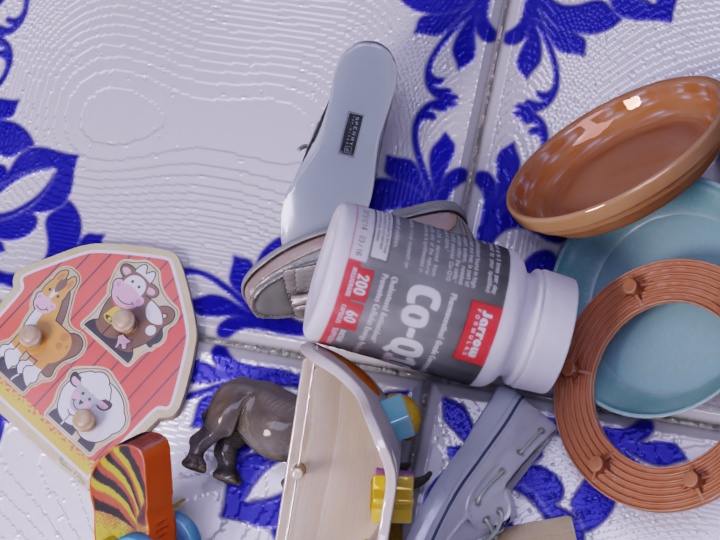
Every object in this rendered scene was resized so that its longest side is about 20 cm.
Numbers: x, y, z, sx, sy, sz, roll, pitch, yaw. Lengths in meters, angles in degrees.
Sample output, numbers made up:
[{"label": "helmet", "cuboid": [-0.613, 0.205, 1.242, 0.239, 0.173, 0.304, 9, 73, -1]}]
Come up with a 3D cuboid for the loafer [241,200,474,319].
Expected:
[{"label": "loafer", "cuboid": [0.000, 0.000, 1.495, 0.199, 0.072, 0.063, -20, 46, -2]}]

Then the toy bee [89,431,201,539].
[{"label": "toy bee", "cuboid": [-0.187, 0.230, 1.426, 0.108, 0.131, 0.201, -6, 79, 31]}]

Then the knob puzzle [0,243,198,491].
[{"label": "knob puzzle", "cuboid": [-0.226, 0.057, 1.534, 0.218, 0.030, 0.221, -3, 69, 7]}]

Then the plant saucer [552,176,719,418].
[{"label": "plant saucer", "cuboid": [0.245, 0.023, 1.445, 0.199, 0.036, 0.201, -13, 68, 33]}]

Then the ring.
[{"label": "ring", "cuboid": [0.235, 0.087, 1.398, 0.200, 0.019, 0.201, -12, 69, 34]}]

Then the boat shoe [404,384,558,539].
[{"label": "boat shoe", "cuboid": [0.092, 0.178, 1.409, 0.067, 0.074, 0.200, 29, 64, 9]}]

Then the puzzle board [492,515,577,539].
[{"label": "puzzle board", "cuboid": [0.083, 0.284, 1.416, 0.199, 0.017, 0.151, -11, 70, 4]}]

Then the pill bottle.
[{"label": "pill bottle", "cuboid": [0.064, 0.026, 1.423, 0.199, 0.114, 0.114, 16, 72, -7]}]

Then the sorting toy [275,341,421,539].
[{"label": "sorting toy", "cuboid": [-0.002, 0.168, 1.342, 0.106, 0.180, 0.201, 8, 93, -7]}]

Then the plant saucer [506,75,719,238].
[{"label": "plant saucer", "cuboid": [0.213, -0.088, 1.465, 0.200, 0.200, 0.038, -34, 111, -5]}]

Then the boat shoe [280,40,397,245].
[{"label": "boat shoe", "cuboid": [-0.018, -0.099, 1.541, 0.073, 0.068, 0.200, 13, 97, 1]}]

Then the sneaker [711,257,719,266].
[{"label": "sneaker", "cuboid": [0.318, -0.043, 1.475, 0.108, 0.067, 0.202, -30, 71, -6]}]

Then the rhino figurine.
[{"label": "rhino figurine", "cuboid": [-0.039, 0.142, 1.462, 0.199, 0.060, 0.088, 12, 76, 10]}]
